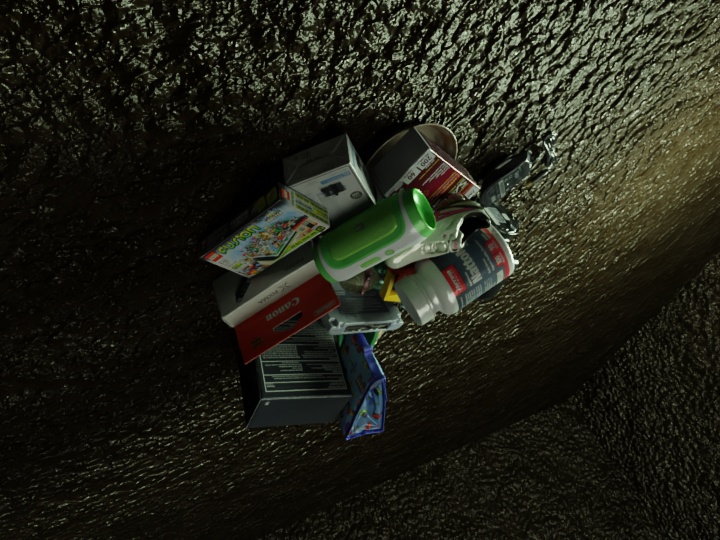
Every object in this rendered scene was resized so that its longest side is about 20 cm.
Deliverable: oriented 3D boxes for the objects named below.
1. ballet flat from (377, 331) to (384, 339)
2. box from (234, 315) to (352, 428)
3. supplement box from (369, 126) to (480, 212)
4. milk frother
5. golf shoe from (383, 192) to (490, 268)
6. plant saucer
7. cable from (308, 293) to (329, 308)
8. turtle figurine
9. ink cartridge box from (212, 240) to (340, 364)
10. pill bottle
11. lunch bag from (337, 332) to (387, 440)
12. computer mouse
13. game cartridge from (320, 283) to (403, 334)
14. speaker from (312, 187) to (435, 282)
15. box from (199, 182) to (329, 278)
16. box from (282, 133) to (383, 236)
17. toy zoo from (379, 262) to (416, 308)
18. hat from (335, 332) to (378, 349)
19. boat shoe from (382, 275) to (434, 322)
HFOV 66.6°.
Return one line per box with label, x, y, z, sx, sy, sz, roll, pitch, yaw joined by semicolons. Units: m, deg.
ballet flat;0.029;0.159;1.389;0.067;0.069;0.200;1;139;-51
box;-0.147;0.209;1.151;0.197;0.200;0.124;5;136;-27
supplement box;0.117;-0.157;0.961;0.109;0.061;0.199;-44;148;21
milk frother;0.218;-0.045;1.180;0.197;0.182;0.189;16;129;-23
golf shoe;0.129;-0.061;0.933;0.198;0.092;0.073;-33;131;-13
plant saucer;0.080;-0.185;0.977;0.198;0.032;0.202;-23;148;-15
cable;-0.086;0.037;1.034;0.096;0.199;0.051;-30;116;-21
turtle figurine;0.000;0.000;1.063;0.197;0.102;0.150;9;139;-21
ink cartridge box;-0.152;0.038;0.955;0.198;0.175;0.044;-32;139;3
pill bottle;0.166;0.008;0.995;0.198;0.120;0.120;-34;149;-8
lunch bag;-0.003;0.227;1.153;0.092;0.151;0.202;-7;132;-19
computer mouse;0.326;-0.205;1.152;0.199;0.046;0.140;-41;152;7
game cartridge;-0.013;0.071;1.159;0.198;0.134;0.041;1;138;-40
speaker;0.020;-0.054;0.886;0.198;0.090;0.088;-27;152;26
box;-0.157;-0.058;0.884;0.198;0.035;0.109;-29;144;32
box;-0.034;-0.121;0.906;0.115;0.061;0.200;-17;148;13
toy zoo;0.110;-0.009;1.045;0.129;0.021;0.202;-5;127;-33
hat;-0.067;0.130;1.307;0.165;0.174;0.204;12;89;-53
boat shoe;0.100;0.056;1.182;0.072;0.200;0.075;-20;120;-7
